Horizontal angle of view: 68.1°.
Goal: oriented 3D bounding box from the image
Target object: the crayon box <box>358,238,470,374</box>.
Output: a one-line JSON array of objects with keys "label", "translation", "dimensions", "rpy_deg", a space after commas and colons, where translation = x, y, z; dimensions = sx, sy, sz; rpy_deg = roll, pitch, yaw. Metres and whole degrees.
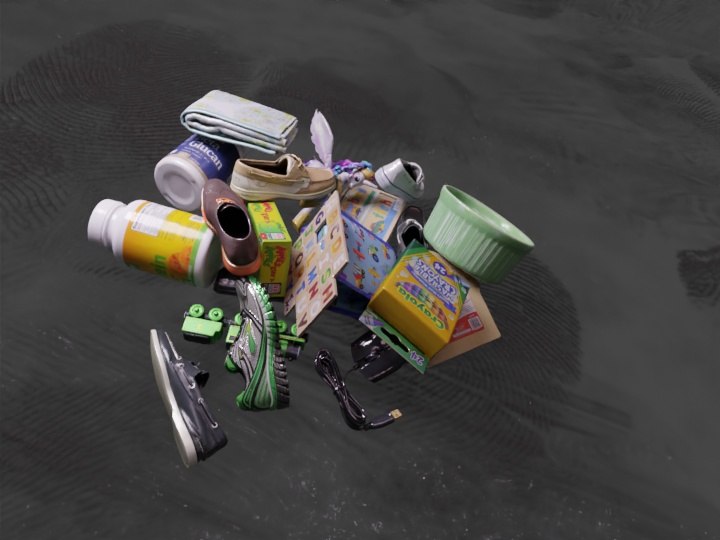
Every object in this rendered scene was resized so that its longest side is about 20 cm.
[{"label": "crayon box", "translation": [0.091, 0.047, 0.824], "dimensions": [0.125, 0.052, 0.200], "rpy_deg": [40, 37, -2]}]

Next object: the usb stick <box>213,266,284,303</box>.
[{"label": "usb stick", "translation": [-0.146, 0.029, 0.900], "dimensions": [0.196, 0.033, 0.056], "rpy_deg": [8, 38, -7]}]

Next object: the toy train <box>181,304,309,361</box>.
[{"label": "toy train", "translation": [-0.177, 0.098, 0.820], "dimensions": [0.196, 0.042, 0.057], "rpy_deg": [12, 54, -4]}]

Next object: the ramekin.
[{"label": "ramekin", "translation": [0.213, -0.063, 0.992], "dimensions": [0.198, 0.098, 0.201], "rpy_deg": [29, 19, -11]}]

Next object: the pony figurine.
[{"label": "pony figurine", "translation": [-0.083, -0.193, 1.069], "dimensions": [0.198, 0.167, 0.194], "rpy_deg": [-30, 63, -16]}]

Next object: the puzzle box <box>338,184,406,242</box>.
[{"label": "puzzle box", "translation": [0.005, -0.102, 1.074], "dimensions": [0.131, 0.026, 0.201], "rpy_deg": [21, 45, 7]}]

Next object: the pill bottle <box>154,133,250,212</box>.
[{"label": "pill bottle", "translation": [-0.297, -0.213, 1.039], "dimensions": [0.110, 0.112, 0.201], "rpy_deg": [21, 45, 7]}]

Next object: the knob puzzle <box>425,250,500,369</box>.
[{"label": "knob puzzle", "translation": [0.130, 0.054, 0.925], "dimensions": [0.216, 0.030, 0.223], "rpy_deg": [11, 61, -20]}]

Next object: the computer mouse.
[{"label": "computer mouse", "translation": [0.042, 0.147, 0.794], "dimensions": [0.198, 0.046, 0.142], "rpy_deg": [-19, 73, -28]}]

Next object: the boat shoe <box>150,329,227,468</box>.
[{"label": "boat shoe", "translation": [-0.232, 0.160, 0.719], "dimensions": [0.065, 0.075, 0.200], "rpy_deg": [-14, 52, -29]}]

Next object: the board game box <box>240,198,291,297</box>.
[{"label": "board game box", "translation": [-0.165, -0.055, 0.895], "dimensions": [0.047, 0.103, 0.201], "rpy_deg": [-1, 33, -22]}]

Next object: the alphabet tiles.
[{"label": "alphabet tiles", "translation": [-0.074, -0.004, 0.816], "dimensions": [0.007, 0.167, 0.202], "rpy_deg": [24, 35, -28]}]

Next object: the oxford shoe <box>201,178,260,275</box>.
[{"label": "oxford shoe", "translation": [-0.197, -0.087, 0.808], "dimensions": [0.070, 0.073, 0.201], "rpy_deg": [-17, 52, -22]}]

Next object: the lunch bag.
[{"label": "lunch bag", "translation": [0.000, 0.000, 0.905], "dimensions": [0.198, 0.094, 0.152], "rpy_deg": [24, 45, -28]}]

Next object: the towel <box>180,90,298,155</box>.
[{"label": "towel", "translation": [-0.224, -0.285, 1.030], "dimensions": [0.197, 0.049, 0.172], "rpy_deg": [18, 28, -5]}]

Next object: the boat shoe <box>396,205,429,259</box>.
[{"label": "boat shoe", "translation": [0.105, -0.067, 1.039], "dimensions": [0.071, 0.068, 0.202], "rpy_deg": [12, 43, 0]}]

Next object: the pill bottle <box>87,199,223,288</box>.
[{"label": "pill bottle", "translation": [-0.330, -0.049, 0.870], "dimensions": [0.197, 0.112, 0.112], "rpy_deg": [16, 44, 1]}]

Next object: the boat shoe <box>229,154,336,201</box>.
[{"label": "boat shoe", "translation": [-0.126, -0.164, 0.921], "dimensions": [0.198, 0.067, 0.074], "rpy_deg": [-12, 39, -33]}]

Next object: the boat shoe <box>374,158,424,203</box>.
[{"label": "boat shoe", "translation": [0.102, -0.186, 1.096], "dimensions": [0.074, 0.066, 0.199], "rpy_deg": [61, 25, 7]}]

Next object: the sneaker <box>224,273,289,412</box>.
[{"label": "sneaker", "translation": [-0.156, 0.101, 0.760], "dimensions": [0.084, 0.078, 0.203], "rpy_deg": [-9, 73, -13]}]
